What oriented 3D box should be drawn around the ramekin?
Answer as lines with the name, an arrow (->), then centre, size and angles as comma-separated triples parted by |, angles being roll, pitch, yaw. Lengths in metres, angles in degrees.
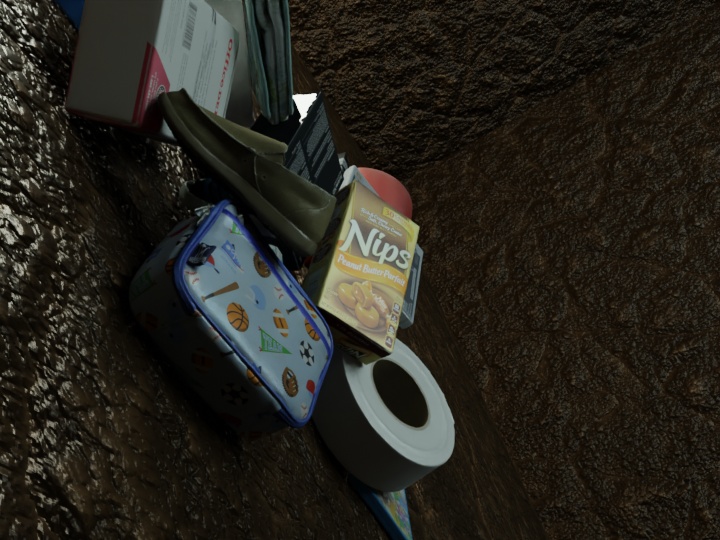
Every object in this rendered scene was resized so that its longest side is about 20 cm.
ramekin -> -0.199, -0.287, 1.002 | 0.200, 0.097, 0.201 | 173, -90, -82

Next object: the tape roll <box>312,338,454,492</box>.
tape roll -> 0.029, 0.172, 0.957 | 0.202, 0.071, 0.203 | 37, 28, -24

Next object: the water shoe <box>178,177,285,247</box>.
water shoe -> -0.124, -0.083, 0.814 | 0.071, 0.079, 0.200 | 18, 4, -44

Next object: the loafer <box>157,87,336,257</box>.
loafer -> -0.102, -0.099, 0.700 | 0.200, 0.067, 0.076 | 45, -9, -4

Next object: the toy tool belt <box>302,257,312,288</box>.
toy tool belt -> -0.018, 0.037, 1.103 | 0.123, 0.125, 0.200 | 36, 11, -19

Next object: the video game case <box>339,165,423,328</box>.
video game case -> 0.025, -0.039, 1.084 | 0.182, 0.023, 0.200 | 50, 27, -20

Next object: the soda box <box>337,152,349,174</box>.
soda box -> -0.058, -0.101, 1.122 | 0.200, 0.071, 0.063 | -80, 158, -55

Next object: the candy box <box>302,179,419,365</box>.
candy box -> 0.000, 0.000, 0.933 | 0.115, 0.055, 0.200 | 34, 50, -25

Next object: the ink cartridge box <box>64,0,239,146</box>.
ink cartridge box -> -0.203, -0.208, 0.776 | 0.200, 0.085, 0.146 | -7, 110, -79

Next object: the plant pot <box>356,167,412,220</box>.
plant pot -> 0.001, -0.062, 1.396 | 0.201, 0.200, 0.178 | 55, 21, -34

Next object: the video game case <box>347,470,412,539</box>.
video game case -> 0.022, 0.260, 1.015 | 0.143, 0.018, 0.200 | 57, 9, -20

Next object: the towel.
towel -> -0.118, -0.303, 0.919 | 0.200, 0.048, 0.171 | 92, -14, -45

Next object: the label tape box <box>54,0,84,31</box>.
label tape box -> -0.299, -0.333, 0.900 | 0.144, 0.063, 0.200 | 55, 11, -37

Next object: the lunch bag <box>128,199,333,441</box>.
lunch bag -> -0.106, 0.038, 0.674 | 0.200, 0.075, 0.160 | 57, 28, -21

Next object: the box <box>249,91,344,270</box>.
box -> -0.096, -0.116, 0.973 | 0.200, 0.079, 0.141 | -68, 150, -45

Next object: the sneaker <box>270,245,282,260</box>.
sneaker -> -0.122, 0.005, 0.826 | 0.073, 0.072, 0.200 | 54, 10, -2
